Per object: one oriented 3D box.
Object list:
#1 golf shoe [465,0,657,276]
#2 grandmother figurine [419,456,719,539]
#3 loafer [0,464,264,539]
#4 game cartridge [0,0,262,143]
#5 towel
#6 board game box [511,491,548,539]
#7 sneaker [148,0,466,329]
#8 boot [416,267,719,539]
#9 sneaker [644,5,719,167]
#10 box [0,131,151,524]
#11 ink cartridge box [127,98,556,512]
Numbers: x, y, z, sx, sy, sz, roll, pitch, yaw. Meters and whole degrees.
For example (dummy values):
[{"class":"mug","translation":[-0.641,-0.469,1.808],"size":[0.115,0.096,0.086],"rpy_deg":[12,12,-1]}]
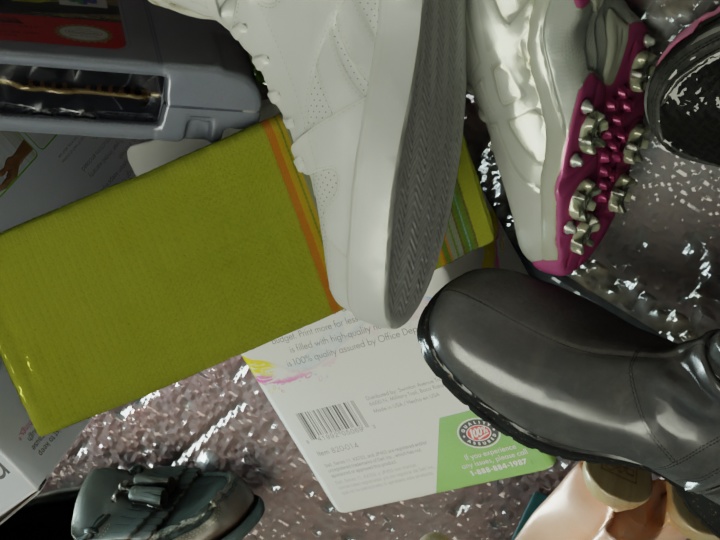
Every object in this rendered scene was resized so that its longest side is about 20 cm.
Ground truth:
[{"class":"golf shoe","translation":[0.065,-0.094,0.866],"size":[0.091,0.075,0.201],"rpy_deg":[16,125,29]},{"class":"grandmother figurine","translation":[0.076,0.148,0.970],"size":[0.121,0.061,0.200],"rpy_deg":[28,130,-4]},{"class":"loafer","translation":[-0.138,0.131,1.116],"size":[0.200,0.072,0.063],"rpy_deg":[-22,106,37]},{"class":"game cartridge","translation":[-0.145,-0.098,0.879],"size":[0.199,0.133,0.041],"rpy_deg":[3,115,-14]},{"class":"towel","translation":[-0.049,-0.011,0.860],"size":[0.199,0.018,0.086],"rpy_deg":[-24,114,-9]},{"class":"board game box","translation":[0.153,0.205,1.046],"size":[0.199,0.047,0.151],"rpy_deg":[21,129,10]},{"class":"sneaker","translation":[-0.024,-0.082,0.818],"size":[0.115,0.074,0.201],"rpy_deg":[5,97,19]},{"class":"boot","translation":[0.127,0.035,0.846],"size":[0.199,0.070,0.132],"rpy_deg":[26,152,-1]},{"class":"sneaker","translation":[0.195,-0.055,0.810],"size":[0.199,0.095,0.079],"rpy_deg":[1,126,26]},{"class":"box","translation":[-0.173,-0.011,0.942],"size":[0.176,0.200,0.097],"rpy_deg":[46,130,-13]},{"class":"ink cartridge box","translation":[0.000,0.000,0.956],"size":[0.117,0.067,0.200],"rpy_deg":[-15,116,31]}]
